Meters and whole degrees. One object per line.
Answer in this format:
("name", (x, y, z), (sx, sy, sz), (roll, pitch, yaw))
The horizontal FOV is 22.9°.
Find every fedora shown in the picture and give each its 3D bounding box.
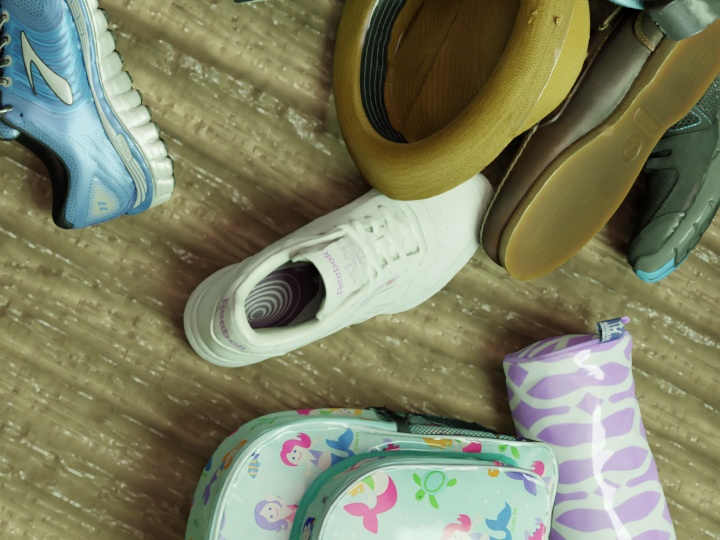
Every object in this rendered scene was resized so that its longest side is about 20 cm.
("fedora", (0.069, -0.130, 1.014), (0.082, 0.200, 0.201), (17, 82, -40))

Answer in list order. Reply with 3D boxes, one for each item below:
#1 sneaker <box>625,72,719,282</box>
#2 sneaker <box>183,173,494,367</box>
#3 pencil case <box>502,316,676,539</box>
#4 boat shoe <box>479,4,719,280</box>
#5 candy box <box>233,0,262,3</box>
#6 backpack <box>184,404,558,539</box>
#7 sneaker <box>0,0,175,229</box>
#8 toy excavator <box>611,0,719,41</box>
("sneaker", (0.200, -0.089, 1.103), (0.082, 0.073, 0.201), (23, 78, 7))
("sneaker", (0.000, 0.000, 1.012), (0.200, 0.100, 0.075), (-29, 94, -17))
("pencil case", (0.144, 0.129, 1.061), (0.085, 0.084, 0.201), (-13, 92, -41))
("boat shoe", (0.135, -0.084, 1.052), (0.200, 0.070, 0.070), (-49, 140, -6))
("candy box", (-0.009, -0.240, 0.958), (0.071, 0.200, 0.168), (-14, 97, -31))
("backpack", (0.005, 0.164, 0.985), (0.199, 0.151, 0.178), (9, 87, -11))
("sneaker", (-0.179, -0.113, 0.973), (0.089, 0.079, 0.201), (-28, 100, -15))
("toy excavator", (0.191, -0.240, 1.047), (0.194, 0.200, 0.100), (-42, 109, -1))
